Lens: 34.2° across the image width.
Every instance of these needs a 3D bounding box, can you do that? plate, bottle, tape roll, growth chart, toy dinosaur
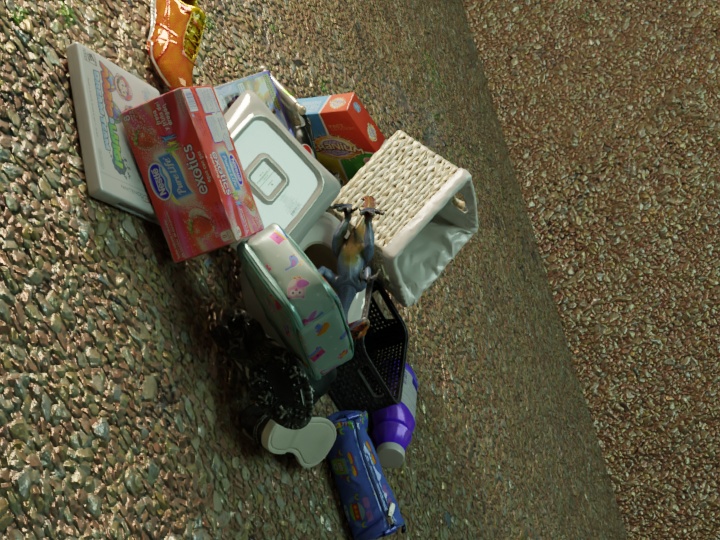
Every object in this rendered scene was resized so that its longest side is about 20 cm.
[{"bbox_3d":[-0.135,-0.122,1.608,0.200,0.032,0.200,46,57,-15],"label":"plate"},{"bbox_3d":[0.055,0.240,1.953,0.084,0.065,0.201,57,24,-32],"label":"bottle"},{"bbox_3d":[-0.080,0.015,1.702,0.202,0.070,0.204,15,70,-48],"label":"tape roll"},{"bbox_3d":[-0.124,-0.213,1.774,0.145,0.018,0.201,51,-25,31],"label":"growth chart"},{"bbox_3d":[0.000,0.000,1.684,0.200,0.104,0.183,-26,121,-60],"label":"toy dinosaur"}]

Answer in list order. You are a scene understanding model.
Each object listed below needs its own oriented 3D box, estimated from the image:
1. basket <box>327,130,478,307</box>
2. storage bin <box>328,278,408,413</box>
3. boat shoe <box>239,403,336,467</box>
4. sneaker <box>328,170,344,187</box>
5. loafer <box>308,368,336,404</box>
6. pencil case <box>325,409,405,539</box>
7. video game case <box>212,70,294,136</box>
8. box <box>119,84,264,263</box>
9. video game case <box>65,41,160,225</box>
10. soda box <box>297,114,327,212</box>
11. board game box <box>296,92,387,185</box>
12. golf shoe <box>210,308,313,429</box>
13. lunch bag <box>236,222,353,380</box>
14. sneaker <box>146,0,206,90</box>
[{"bbox_3d":[0.071,-0.084,1.927,0.160,0.200,0.199,36,-14,23],"label":"basket"},{"bbox_3d":[0.003,0.123,1.885,0.136,0.093,0.201,59,23,-28],"label":"storage bin"},{"bbox_3d":[-0.096,0.219,1.581,0.074,0.060,0.200,-64,152,1],"label":"boat shoe"},{"bbox_3d":[-0.043,-0.132,2.028,0.200,0.077,0.086,15,53,-67],"label":"sneaker"},{"bbox_3d":[-0.069,0.143,1.628,0.068,0.070,0.201,56,1,-2],"label":"loafer"},{"bbox_3d":[0.001,0.303,1.727,0.078,0.087,0.202,-16,85,-37],"label":"pencil case"},{"bbox_3d":[-0.169,-0.164,1.658,0.181,0.045,0.201,-27,98,-41],"label":"video game case"},{"bbox_3d":[-0.210,-0.124,1.481,0.201,0.094,0.103,70,20,-5],"label":"box"},{"bbox_3d":[-0.294,-0.165,1.469,0.182,0.024,0.202,26,48,-63],"label":"video game case"},{"bbox_3d":[-0.106,-0.161,1.888,0.063,0.070,0.202,38,38,-62],"label":"soda box"},{"bbox_3d":[-0.033,-0.220,2.018,0.200,0.152,0.041,50,50,-43],"label":"board game box"},{"bbox_3d":[-0.112,0.135,1.514,0.200,0.078,0.095,51,-4,35],"label":"golf shoe"},{"bbox_3d":[-0.086,0.041,1.507,0.161,0.077,0.201,48,-15,31],"label":"lunch bag"},{"bbox_3d":[-0.255,-0.332,1.646,0.073,0.077,0.201,35,39,-52],"label":"sneaker"}]
